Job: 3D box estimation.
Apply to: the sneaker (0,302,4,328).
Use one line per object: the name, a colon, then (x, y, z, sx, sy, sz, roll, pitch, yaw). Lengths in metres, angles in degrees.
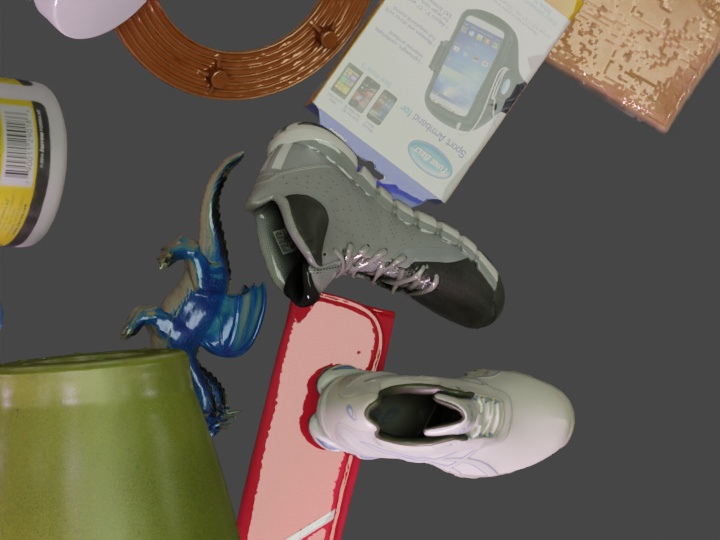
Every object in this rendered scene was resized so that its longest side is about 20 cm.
sneaker: (-0.333, 0.025, 1.569, 0.198, 0.083, 0.071, 1, 88, -11)

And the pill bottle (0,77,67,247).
pill bottle: (-0.299, -0.076, 1.537, 0.199, 0.111, 0.112, 5, 88, -31)

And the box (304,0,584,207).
box: (0.052, -0.142, 1.674, 0.119, 0.041, 0.201, 37, 85, -9)

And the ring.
ring: (-0.078, -0.209, 1.618, 0.199, 0.019, 0.202, -8, 114, -19)

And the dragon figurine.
dragon figurine: (-0.098, 0.025, 1.629, 0.099, 0.059, 0.201, 27, 85, -10)

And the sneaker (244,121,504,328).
sneaker: (0.000, 0.000, 1.618, 0.200, 0.075, 0.116, 37, 47, -8)

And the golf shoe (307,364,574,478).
golf shoe: (0.068, 0.106, 1.636, 0.199, 0.097, 0.079, 2, 89, -23)

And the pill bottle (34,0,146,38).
pill bottle: (-0.219, -0.248, 1.544, 0.116, 0.116, 0.200, -41, 68, -9)

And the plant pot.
plant pot: (-0.166, 0.150, 1.538, 0.199, 0.200, 0.195, -5, 92, -11)

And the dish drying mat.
dish drying mat: (-0.034, 0.117, 1.661, 0.076, 0.018, 0.202, 15, 86, -10)
